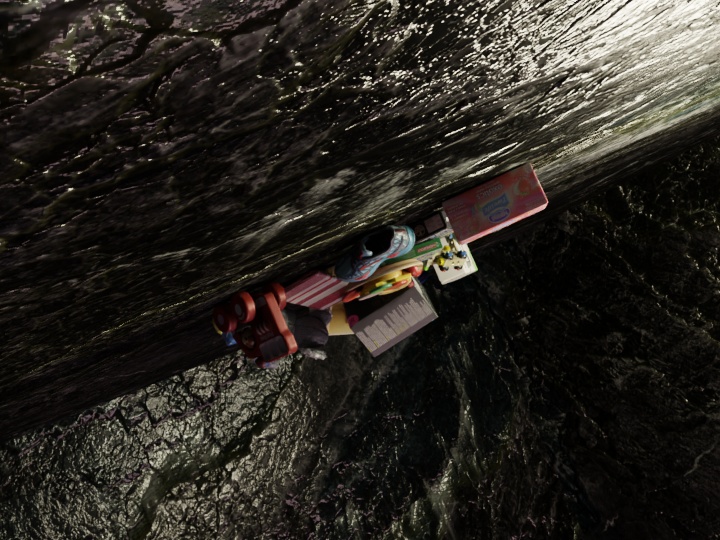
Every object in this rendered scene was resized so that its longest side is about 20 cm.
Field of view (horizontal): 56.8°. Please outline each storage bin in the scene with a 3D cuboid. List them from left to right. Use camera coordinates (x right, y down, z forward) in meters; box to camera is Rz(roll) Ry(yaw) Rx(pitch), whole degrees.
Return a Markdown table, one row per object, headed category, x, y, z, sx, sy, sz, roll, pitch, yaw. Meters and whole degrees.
| category | x | y | z | sx | sy | sz | roll | pitch | yaw |
| --- | --- | --- | --- | --- | --- | --- | --- | --- | --- |
| storage bin | 0.002 | 0.091 | 1.890 | 0.199 | 0.094 | 0.199 | -2 | 146 | -9 |

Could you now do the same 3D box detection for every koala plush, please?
| category | x | y | z | sx | sy | sz | roll | pitch | yaw |
| --- | --- | --- | --- | --- | --- | --- | --- | --- | --- |
| koala plush | -0.177 | 0.165 | 1.775 | 0.199 | 0.178 | 0.184 | 9 | 147 | 2 |

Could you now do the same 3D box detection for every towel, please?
| category | x | y | z | sx | sy | sz | roll | pitch | yaw |
| --- | --- | --- | --- | --- | --- | --- | --- | --- | --- |
| towel | -0.102 | 0.050 | 1.677 | 0.144 | 0.023 | 0.200 | -28 | 154 | 26 |

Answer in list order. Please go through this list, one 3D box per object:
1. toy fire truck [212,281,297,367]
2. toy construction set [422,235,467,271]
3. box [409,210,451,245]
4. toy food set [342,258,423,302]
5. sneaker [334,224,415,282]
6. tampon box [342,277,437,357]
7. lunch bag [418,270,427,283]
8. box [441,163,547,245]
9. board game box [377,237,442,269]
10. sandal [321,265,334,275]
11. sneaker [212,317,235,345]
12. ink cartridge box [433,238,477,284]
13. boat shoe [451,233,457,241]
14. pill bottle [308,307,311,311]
| category | x | y | z | sx | sy | sz | roll | pitch | yaw |
| --- | --- | --- | --- | --- | --- | --- | --- | --- | --- |
| toy fire truck | -0.229 | 0.130 | 1.484 | 0.112 | 0.169 | 0.200 | -18 | 172 | -43 |
| toy construction set | 0.215 | -0.057 | 1.815 | 0.199 | 0.131 | 0.092 | -20 | 133 | -35 |
| box | 0.145 | -0.084 | 1.607 | 0.199 | 0.049 | 0.161 | -26 | 172 | 27 |
| toy food set | 0.053 | 0.026 | 1.541 | 0.197 | 0.049 | 0.200 | -16 | 173 | -30 |
| sneaker | 0.013 | -0.044 | 1.405 | 0.200 | 0.080 | 0.095 | -33 | 158 | 23 |
| tampon box | 0.072 | 0.094 | 1.730 | 0.200 | 0.126 | 0.150 | -33 | -150 | 8 |
| lunch bag | 0.109 | 0.012 | 2.054 | 0.170 | 0.124 | 0.200 | -26 | -172 | 30 |
| box | 0.283 | -0.138 | 1.408 | 0.199 | 0.095 | 0.103 | -24 | 174 | 10 |
| board game box | 0.087 | -0.022 | 1.592 | 0.199 | 0.029 | 0.135 | -19 | 173 | -9 |
| sandal | -0.001 | 0.001 | 1.708 | 0.211 | 0.070 | 0.078 | -22 | 175 | -11 |
| sneaker | -0.262 | 0.127 | 1.654 | 0.199 | 0.105 | 0.076 | -21 | 174 | -21 |
| ink cartridge box | 0.272 | -0.046 | 2.002 | 0.084 | 0.146 | 0.200 | -25 | 175 | 19 |
| boat shoe | 0.306 | -0.129 | 1.723 | 0.062 | 0.072 | 0.200 | -17 | 170 | -29 |
| pill bottle | -0.066 | 0.103 | 2.224 | 0.199 | 0.111 | 0.111 | -24 | 175 | 21 |
